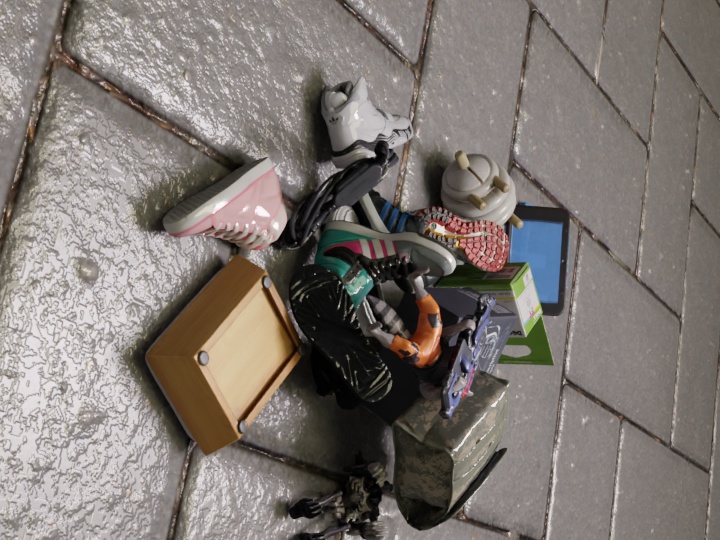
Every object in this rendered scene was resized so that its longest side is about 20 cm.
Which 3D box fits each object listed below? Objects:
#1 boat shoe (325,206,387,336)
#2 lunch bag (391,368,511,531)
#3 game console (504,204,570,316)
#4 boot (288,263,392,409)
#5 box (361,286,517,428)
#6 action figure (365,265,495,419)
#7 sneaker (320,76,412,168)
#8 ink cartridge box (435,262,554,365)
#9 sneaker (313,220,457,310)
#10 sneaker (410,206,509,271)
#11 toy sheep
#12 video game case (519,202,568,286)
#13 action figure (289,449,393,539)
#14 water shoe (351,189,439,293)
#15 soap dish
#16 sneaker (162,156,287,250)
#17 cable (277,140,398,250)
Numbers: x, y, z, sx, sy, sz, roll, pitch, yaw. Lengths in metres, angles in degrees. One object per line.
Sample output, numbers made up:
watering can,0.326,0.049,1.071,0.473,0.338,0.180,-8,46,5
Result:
boat shoe,0.000,0.000,1.504,0.072,0.068,0.202,-16,102,-53
lunch bag,0.128,0.257,1.468,0.164,0.117,0.201,-41,143,-38
game console,0.281,-0.030,1.854,0.172,0.118,0.202,20,72,-52
boot,-0.043,0.095,1.385,0.076,0.168,0.201,-34,91,-18
box,0.118,0.134,1.568,0.181,0.104,0.201,2,115,-53
action figure,0.098,0.088,1.376,0.194,0.104,0.200,58,45,-27
sneaker,0.010,-0.227,1.523,0.200,0.075,0.116,-37,114,-54
ink cartridge box,0.229,0.092,1.750,0.076,0.147,0.201,-44,123,-46
sneaker,0.020,0.005,1.393,0.084,0.198,0.121,70,38,-49
sneaker,0.155,-0.056,1.671,0.199,0.082,0.078,23,84,-27
toy sheep,0.196,-0.126,1.731,0.138,0.137,0.201,-64,147,-33
video game case,0.362,-0.047,2.054,0.199,0.018,0.145,11,80,-53
action figure,-0.003,0.326,1.458,0.199,0.101,0.120,-19,102,-50
water shoe,0.052,-0.059,1.511,0.078,0.072,0.201,-25,72,-15
soap dish,-0.157,0.101,1.271,0.200,0.081,0.158,-53,129,-43
sneaker,-0.155,-0.060,1.285,0.200,0.075,0.105,-42,116,-52
cable,-0.035,-0.102,1.399,0.051,0.200,0.163,49,2,-6
